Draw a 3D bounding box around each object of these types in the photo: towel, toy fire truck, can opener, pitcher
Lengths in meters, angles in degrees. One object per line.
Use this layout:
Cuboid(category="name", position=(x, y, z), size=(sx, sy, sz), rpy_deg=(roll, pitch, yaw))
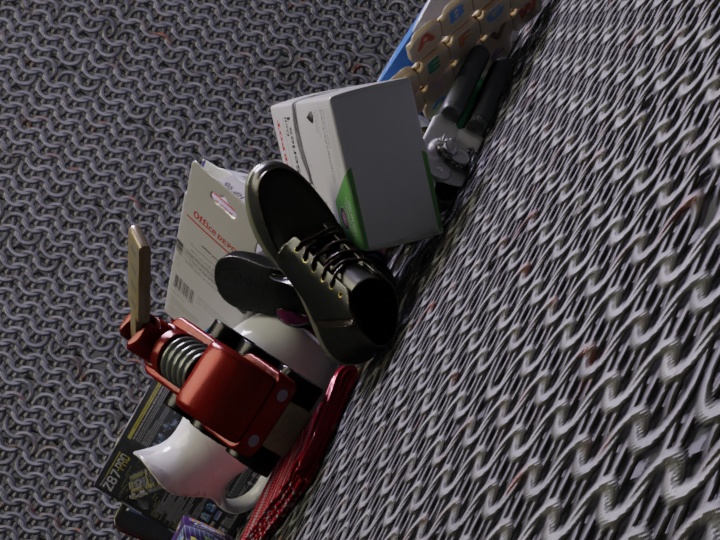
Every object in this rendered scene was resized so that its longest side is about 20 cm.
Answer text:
Cuboid(category="towel", position=(-0.066, 0.185, 1.636), size=(0.200, 0.022, 0.145), rpy_deg=(-56, 6, 47))
Cuboid(category="toy fire truck", position=(-0.148, 0.069, 1.577), size=(0.176, 0.200, 0.129), rpy_deg=(30, 87, 48))
Cuboid(category="can opener", position=(0.094, -0.141, 1.693), size=(0.066, 0.053, 0.200), rpy_deg=(-57, 6, 48))
Cuboid(category="pitcher", position=(-0.104, 0.147, 1.760), size=(0.200, 0.121, 0.172), rpy_deg=(-50, -37, 0))

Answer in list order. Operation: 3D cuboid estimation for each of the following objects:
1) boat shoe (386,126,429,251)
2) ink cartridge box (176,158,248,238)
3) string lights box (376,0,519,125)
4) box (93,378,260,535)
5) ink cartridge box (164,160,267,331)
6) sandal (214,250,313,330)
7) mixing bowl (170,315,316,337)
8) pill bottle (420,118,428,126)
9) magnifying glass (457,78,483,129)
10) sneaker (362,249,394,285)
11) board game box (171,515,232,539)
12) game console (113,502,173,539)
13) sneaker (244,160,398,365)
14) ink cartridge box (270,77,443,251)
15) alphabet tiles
Cuboid(category="boat shoe", position=(0.033, -0.068, 1.789), size=(0.200, 0.072, 0.068), rpy_deg=(-50, 9, 53))
Cuboid(category="ink cartridge box", position=(-0.105, -0.036, 1.879), size=(0.039, 0.200, 0.099), rpy_deg=(-3, -61, -52))
Cuboid(category="string lights box", position=(0.089, -0.225, 1.953), size=(0.059, 0.103, 0.200), rpy_deg=(-63, 6, -25))
Cuboid(category="box", position=(-0.173, 0.191, 1.896), size=(0.200, 0.161, 0.049), rpy_deg=(-59, 5, 27))
Cuboid(category="ink cartridge box", position=(-0.127, -0.013, 1.791), size=(0.068, 0.116, 0.200), rpy_deg=(-24, -38, -39))
Cuboid(category="sandal", position=(-0.060, 0.028, 1.671), size=(0.048, 0.200, 0.075), rpy_deg=(-39, -54, -48))
Cuboid(category="mixing bowl", position=(-0.110, 0.072, 1.969), size=(0.108, 0.200, 0.200), rpy_deg=(-26, -16, -32))
Cuboid(category="pill bottle", position=(0.002, -0.084, 1.974), size=(0.200, 0.112, 0.112), rpy_deg=(-59, 5, 27))
Cuboid(category="magnifying glass", position=(0.081, -0.117, 1.892), size=(0.200, 0.022, 0.080), rpy_deg=(-60, 5, 12))
Cuboid(category="sneaker", position=(0.000, 0.000, 1.748), size=(0.082, 0.070, 0.200), rpy_deg=(-64, 7, -15))
Cuboid(category="board game box", position=(-0.174, 0.330, 1.570), size=(0.200, 0.057, 0.165), rpy_deg=(-65, 9, -1))
Cuboid(category="game console", position=(-0.191, 0.232, 2.103), size=(0.200, 0.119, 0.172), rpy_deg=(-63, 5, -22))
Cuboid(category="sneaker", position=(-0.027, -0.016, 1.547), size=(0.075, 0.200, 0.106), rpy_deg=(-30, 0, -21))
Cuboid(category="ink cartridge box", position=(-0.007, -0.098, 1.657), size=(0.200, 0.084, 0.146), rpy_deg=(-173, 69, -71))
Cuboid(category="alphabet tiles", position=(0.103, -0.220, 1.757), size=(0.200, 0.015, 0.196), rpy_deg=(-40, -18, -6))
